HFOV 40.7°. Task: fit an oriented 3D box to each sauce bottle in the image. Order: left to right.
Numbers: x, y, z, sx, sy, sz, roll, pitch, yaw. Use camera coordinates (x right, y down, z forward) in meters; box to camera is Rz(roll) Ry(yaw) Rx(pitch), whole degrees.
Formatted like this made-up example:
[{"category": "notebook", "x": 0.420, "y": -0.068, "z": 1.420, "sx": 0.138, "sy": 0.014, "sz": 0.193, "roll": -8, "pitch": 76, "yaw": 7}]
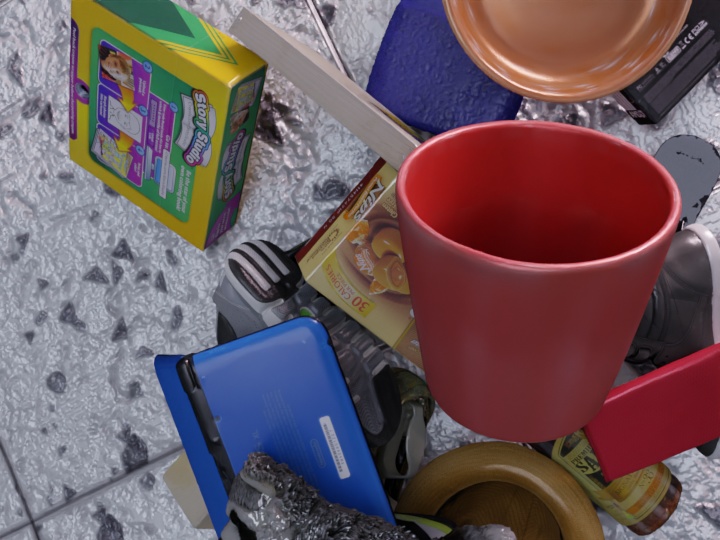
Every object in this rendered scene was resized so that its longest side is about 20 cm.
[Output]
[{"category": "sauce bottle", "x": 0.176, "y": 0.138, "z": 0.813, "sx": 0.200, "sy": 0.066, "sz": 0.066, "roll": 38, "pitch": 99, "yaw": -5}]

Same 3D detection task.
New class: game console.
[{"category": "game console", "x": -0.073, "y": 0.145, "z": 0.786, "sx": 0.170, "sy": 0.118, "sz": 0.201, "roll": -19, "pitch": 96, "yaw": 6}]

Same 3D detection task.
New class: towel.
[{"category": "towel", "x": 0.099, "y": -0.215, "z": 0.873, "sx": 0.147, "sy": 0.049, "sz": 0.201, "roll": 24, "pitch": 96, "yaw": 21}]

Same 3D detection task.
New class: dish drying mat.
[{"category": "dish drying mat", "x": 0.270, "y": 0.095, "z": 0.755, "sx": 0.199, "sy": 0.018, "sz": 0.077, "roll": -24, "pitch": 112, "yaw": 5}]

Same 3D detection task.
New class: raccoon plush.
[{"category": "raccoon plush", "x": -0.002, "y": 0.177, "z": 0.703, "sx": 0.199, "sy": 0.097, "sz": 0.135, "roll": -16, "pitch": 81, "yaw": -23}]

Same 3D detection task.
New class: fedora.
[{"category": "fedora", "x": 0.120, "y": 0.237, "z": 0.840, "sx": 0.199, "sy": 0.082, "sz": 0.202, "roll": 3, "pitch": 99, "yaw": 19}]

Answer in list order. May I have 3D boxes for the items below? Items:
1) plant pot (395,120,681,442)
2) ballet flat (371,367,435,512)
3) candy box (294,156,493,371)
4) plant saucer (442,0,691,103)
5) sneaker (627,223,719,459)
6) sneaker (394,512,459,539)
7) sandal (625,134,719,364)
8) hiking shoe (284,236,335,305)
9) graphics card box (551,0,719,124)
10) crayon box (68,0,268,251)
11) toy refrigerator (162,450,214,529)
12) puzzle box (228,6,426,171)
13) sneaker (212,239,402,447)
[{"category": "plant pot", "x": 0.119, "y": 0.013, "z": 0.709, "sx": 0.199, "sy": 0.201, "sz": 0.178, "roll": 10, "pitch": 126, "yaw": 15}, {"category": "ballet flat", "x": 0.020, "y": 0.188, "z": 0.871, "sx": 0.070, "sy": 0.071, "sz": 0.201, "roll": 16, "pitch": 91, "yaw": 14}, {"category": "candy box", "x": 0.057, "y": 0.012, "z": 0.819, "sx": 0.200, "sy": 0.055, "sz": 0.116, "roll": 38, "pitch": 101, "yaw": -27}, {"category": "plant saucer", "x": 0.159, "y": -0.232, "z": 0.757, "sx": 0.199, "sy": 0.037, "sz": 0.202, "roll": 0, "pitch": 98, "yaw": -2}, {"category": "sneaker", "x": 0.243, "y": 0.069, "z": 0.788, "sx": 0.099, "sy": 0.071, "sz": 0.201, "roll": -15, "pitch": 107, "yaw": -7}, {"category": "sneaker", "x": -0.006, "y": 0.237, "z": 0.801, "sx": 0.199, "sy": 0.083, "sz": 0.072, "roll": -14, "pitch": 92, "yaw": 33}, {"category": "sandal", "x": 0.248, "y": -0.020, "z": 0.829, "sx": 0.076, "sy": 0.043, "sz": 0.202, "roll": 16, "pitch": 94, "yaw": 14}, {"category": "hiking shoe", "x": 0.000, "y": 0.000, "z": 0.865, "sx": 0.199, "sy": 0.101, "sz": 0.076, "roll": -14, "pitch": 85, "yaw": 14}, {"category": "graphics card box", "x": 0.215, "y": -0.234, "z": 0.803, "sx": 0.200, "sy": 0.051, "sz": 0.126, "roll": 43, "pitch": 93, "yaw": -6}, {"category": "crayon box", "x": -0.181, "y": -0.142, "z": 0.881, "sx": 0.172, "sy": 0.058, "sz": 0.201, "roll": 33, "pitch": 138, "yaw": 12}, {"category": "toy refrigerator", "x": -0.085, "y": 0.143, "z": 0.893, "sx": 0.200, "sy": 0.076, "sz": 0.070, "roll": -48, "pitch": 59, "yaw": 10}, {"category": "puzzle box", "x": -0.007, "y": -0.138, "z": 0.812, "sx": 0.200, "sy": 0.133, "sz": 0.025, "roll": 42, "pitch": 102, "yaw": 21}, {"category": "sneaker", "x": -0.054, "y": 0.076, "z": 0.819, "sx": 0.200, "sy": 0.075, "sz": 0.116, "roll": 52, "pitch": 139, "yaw": 8}]
